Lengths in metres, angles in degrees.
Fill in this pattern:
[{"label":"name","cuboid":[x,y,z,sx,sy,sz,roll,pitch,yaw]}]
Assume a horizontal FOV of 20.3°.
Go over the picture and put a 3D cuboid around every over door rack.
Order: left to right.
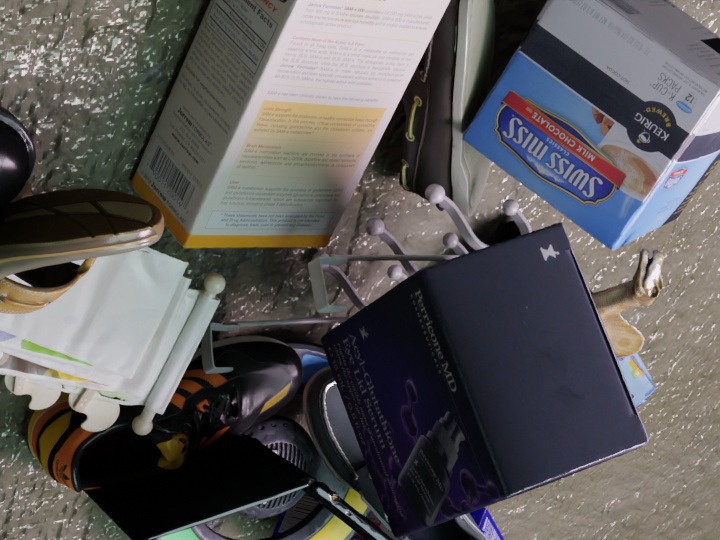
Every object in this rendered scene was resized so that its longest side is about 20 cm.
[{"label":"over door rack","cuboid":[0.000,0.000,1.366,0.200,0.067,0.148,-16,170,-41]}]

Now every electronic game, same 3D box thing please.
[{"label":"electronic game","cuboid":[-0.069,0.145,1.479,0.199,0.042,0.201,-10,114,-24]}]

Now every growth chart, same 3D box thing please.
[{"label":"growth chart","cuboid":[-0.186,0.023,1.255,0.200,0.018,0.145,28,110,-27]}]

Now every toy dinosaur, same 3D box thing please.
[{"label":"toy dinosaur","cuboid":[0.142,0.040,1.374,0.200,0.101,0.058,120,-11,-63]}]

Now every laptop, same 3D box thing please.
[{"label":"laptop","cuboid":[-0.067,0.179,1.361,0.200,0.177,0.103,40,83,-20]}]

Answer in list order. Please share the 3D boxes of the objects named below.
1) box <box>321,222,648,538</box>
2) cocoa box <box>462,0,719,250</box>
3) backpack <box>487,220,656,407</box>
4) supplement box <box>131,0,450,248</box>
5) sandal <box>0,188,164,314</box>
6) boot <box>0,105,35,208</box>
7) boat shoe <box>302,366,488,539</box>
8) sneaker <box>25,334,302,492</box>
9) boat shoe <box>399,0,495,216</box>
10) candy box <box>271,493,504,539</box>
[{"label":"box","cuboid":[0.072,0.073,1.266,0.104,0.148,0.200,-18,171,-22]},{"label":"cocoa box","cuboid":[0.181,-0.111,1.377,0.131,0.133,0.200,-56,167,18]},{"label":"backpack","cuboid":[0.105,0.090,1.559,0.200,0.135,0.183,-39,143,-2]},{"label":"supplement box","cuboid":[-0.045,-0.114,1.264,0.126,0.074,0.200,0,128,-44]},{"label":"sandal","cuboid":[-0.209,0.000,1.179,0.199,0.080,0.054,-17,117,2]},{"label":"boot","cuboid":[-0.249,-0.019,1.090,0.211,0.158,0.080,-11,130,-33]},{"label":"boat shoe","cuboid":[0.033,0.152,1.451,0.073,0.200,0.062,-36,-174,-18]},{"label":"sneaker","cuboid":[-0.122,0.106,1.368,0.200,0.090,0.070,-16,117,-19]},{"label":"boat shoe","cuboid":[0.054,-0.120,1.358,0.202,0.060,0.072,89,23,-45]},{"label":"candy box","cuboid":[0.042,0.246,1.615,0.077,0.169,0.200,-66,151,-25]}]
